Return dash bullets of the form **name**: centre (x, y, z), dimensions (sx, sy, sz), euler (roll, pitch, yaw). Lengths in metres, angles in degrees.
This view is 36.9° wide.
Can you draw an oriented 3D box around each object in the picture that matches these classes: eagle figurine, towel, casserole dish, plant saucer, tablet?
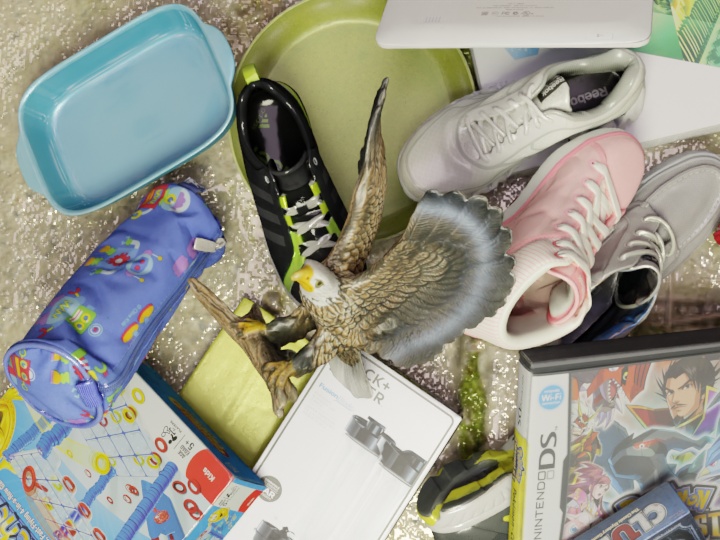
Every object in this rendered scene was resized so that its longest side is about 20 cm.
- **eagle figurine**: centre (-0.001, 0.000, 0.709), dimensions (0.200, 0.151, 0.152), euler (-44, 101, 7)
- **towel**: centre (-0.112, 0.128, 0.855), dimensions (0.086, 0.018, 0.201), euler (33, 88, 0)
- **casserole dish**: centre (-0.180, -0.123, 0.852), dimensions (0.198, 0.039, 0.122), euler (-27, 79, 12)
- **plant saucer**: centre (-0.006, -0.120, 0.856), dimensions (0.197, 0.031, 0.203), euler (0, 87, 5)
- **tablet**: centre (0.118, -0.207, 0.807), dimensions (0.197, 0.014, 0.131), euler (3, 46, 15)

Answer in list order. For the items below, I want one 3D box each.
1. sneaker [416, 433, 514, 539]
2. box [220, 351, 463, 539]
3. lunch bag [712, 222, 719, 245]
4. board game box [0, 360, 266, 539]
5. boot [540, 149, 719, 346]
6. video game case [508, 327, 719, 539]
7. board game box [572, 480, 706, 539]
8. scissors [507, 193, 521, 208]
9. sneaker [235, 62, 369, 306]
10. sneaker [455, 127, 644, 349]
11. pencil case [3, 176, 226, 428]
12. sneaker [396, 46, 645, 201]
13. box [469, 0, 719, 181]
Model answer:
- **sneaker**: centre (0.140, 0.164, 0.814), dimensions (0.198, 0.075, 0.086), euler (-20, 112, -5)
- **box**: centre (-0.021, 0.162, 0.820), dimensions (0.116, 0.060, 0.201), euler (34, 89, 9)
- **lunch bag**: centre (0.351, -0.071, 0.752), dimensions (0.200, 0.176, 0.082), euler (-43, 85, 0)
- **board game box**: centre (-0.205, 0.168, 0.807), dimensions (0.199, 0.056, 0.196), euler (39, 89, 26)
- **boot**: centre (0.209, -0.007, 0.792), dimensions (0.074, 0.096, 0.200), euler (44, 93, -11)
- **video game case**: centre (0.202, 0.132, 0.762), dimensions (0.197, 0.026, 0.183), euler (-5, 112, -12)
- **board game box**: centre (0.165, 0.252, 0.770), dimensions (0.199, 0.035, 0.136), euler (-34, 122, 5)
- **scissors**: centre (0.095, -0.005, 0.851), dimensions (0.198, 0.014, 0.074), euler (-26, 87, 3)
- **sneaker**: centre (-0.052, -0.053, 0.799), dimensions (0.071, 0.083, 0.202), euler (-24, 85, 3)
- **sneaker**: centre (0.143, -0.018, 0.736), dimensions (0.199, 0.104, 0.076), euler (-37, 122, -14)
- **pencil case**: centre (-0.169, 0.020, 0.786), dimensions (0.086, 0.079, 0.201), euler (5, 42, 28)
- **sneaker**: centre (0.116, -0.111, 0.789), dimensions (0.198, 0.081, 0.076), euler (-25, 86, 4)
- **box**: centre (0.188, -0.163, 0.842), dimensions (0.197, 0.036, 0.146), euler (-13, 85, 2)
